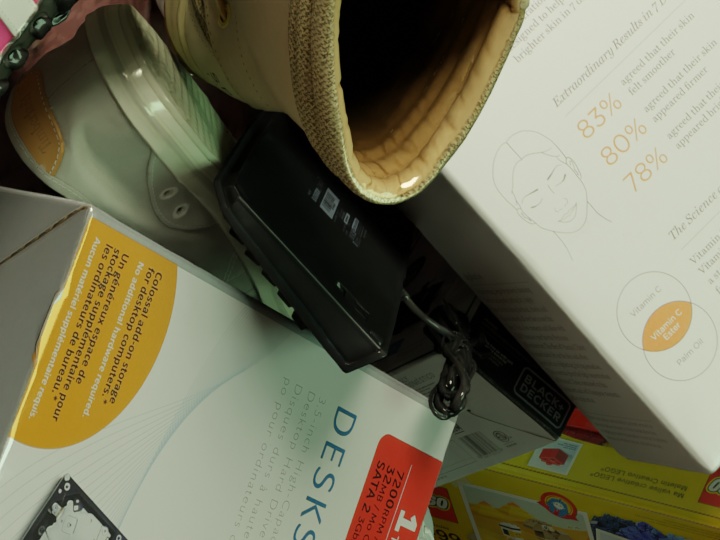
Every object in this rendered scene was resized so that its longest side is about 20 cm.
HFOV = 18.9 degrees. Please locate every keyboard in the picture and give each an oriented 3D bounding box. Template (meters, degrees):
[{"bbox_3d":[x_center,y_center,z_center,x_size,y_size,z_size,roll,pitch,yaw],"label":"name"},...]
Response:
[{"bbox_3d":[0.000,0.000,0.762,0.021,0.127,0.200,-41,-173,12],"label":"keyboard"}]

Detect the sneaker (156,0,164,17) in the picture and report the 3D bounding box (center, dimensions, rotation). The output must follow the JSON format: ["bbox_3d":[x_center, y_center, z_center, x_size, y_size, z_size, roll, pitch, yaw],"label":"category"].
[{"bbox_3d":[-0.014,-0.170,0.765,0.077,0.078,0.201,9,103,-62],"label":"sneaker"}]

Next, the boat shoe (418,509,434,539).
[{"bbox_3d":[0.003,0.118,0.909,0.069,0.072,0.201,-60,147,-35],"label":"boat shoe"}]

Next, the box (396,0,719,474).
[{"bbox_3d":[0.090,-0.041,0.801,0.124,0.097,0.200,-43,98,-10],"label":"box"}]

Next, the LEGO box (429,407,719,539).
[{"bbox_3d":[0.123,0.115,0.990,0.077,0.199,0.149,-58,146,-32],"label":"LEGO box"}]

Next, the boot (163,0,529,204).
[{"bbox_3d":[0.000,-0.132,0.632,0.072,0.155,0.201,7,107,-24],"label":"boot"}]

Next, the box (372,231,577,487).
[{"bbox_3d":[0.072,-0.009,0.930,0.060,0.117,0.200,40,59,-14],"label":"box"}]

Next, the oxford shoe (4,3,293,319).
[{"bbox_3d":[-0.067,-0.025,0.745,0.058,0.075,0.200,-29,154,4],"label":"oxford shoe"}]

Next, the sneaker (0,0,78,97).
[{"bbox_3d":[-0.095,-0.079,0.610,0.120,0.083,0.201,-3,112,-38],"label":"sneaker"}]

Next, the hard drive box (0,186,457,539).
[{"bbox_3d":[-0.073,0.081,0.708,0.200,0.076,0.157,31,74,-48],"label":"hard drive box"}]
